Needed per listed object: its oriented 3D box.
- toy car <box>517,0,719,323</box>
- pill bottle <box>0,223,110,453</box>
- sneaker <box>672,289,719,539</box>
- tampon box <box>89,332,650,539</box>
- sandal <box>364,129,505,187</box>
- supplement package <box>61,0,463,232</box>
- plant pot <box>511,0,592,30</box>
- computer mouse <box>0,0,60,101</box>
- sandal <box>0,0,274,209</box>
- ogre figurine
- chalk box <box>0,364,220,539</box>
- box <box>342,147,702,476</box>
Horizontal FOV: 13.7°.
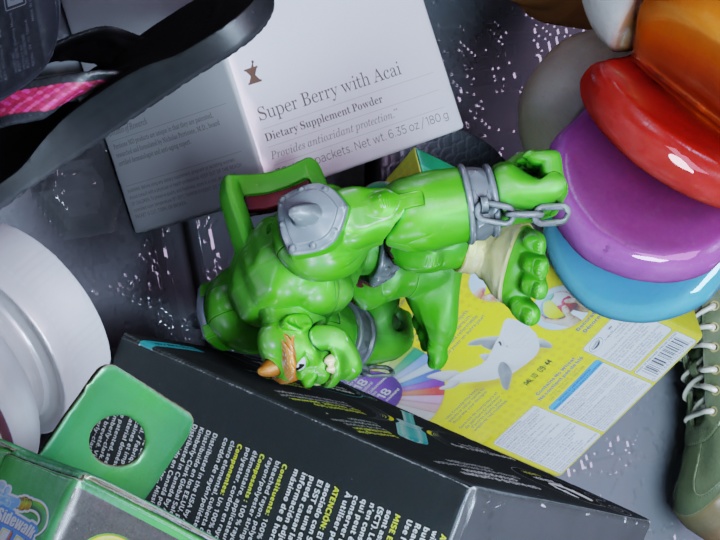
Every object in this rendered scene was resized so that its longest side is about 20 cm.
[{"bbox_3d":[0.148,-0.056,1.348,0.175,0.201,0.150,38,46,13],"label":"toy car"},{"bbox_3d":[-0.204,0.071,1.240,0.200,0.109,0.110,-41,106,-33],"label":"pill bottle"},{"bbox_3d":[0.187,0.036,1.561,0.090,0.067,0.201,34,64,-18],"label":"sneaker"},{"bbox_3d":[-0.009,0.124,1.277,0.150,0.199,0.127,15,95,-54],"label":"tampon box"},{"bbox_3d":[0.068,-0.010,1.499,0.200,0.043,0.076,32,72,-38],"label":"sandal"},{"bbox_3d":[-0.059,-0.135,1.372,0.121,0.120,0.201,-21,94,-35],"label":"supplement package"},{"bbox_3d":[0.069,-0.220,1.449,0.139,0.200,0.202,2,81,-18],"label":"plant pot"},{"bbox_3d":[-0.213,-0.112,1.195,0.200,0.046,0.141,-31,121,-36],"label":"computer mouse"},{"bbox_3d":[-0.127,-0.080,1.286,0.045,0.199,0.075,50,21,-23],"label":"sandal"},{"bbox_3d":[0.000,0.000,1.285,0.119,0.200,0.099,-1,89,-23],"label":"ogre figurine"},{"bbox_3d":[-0.131,0.135,1.165,0.125,0.124,0.201,35,73,-46],"label":"chalk box"},{"bbox_3d":[0.051,0.019,1.430,0.199,0.117,0.049,24,34,-32],"label":"box"}]
